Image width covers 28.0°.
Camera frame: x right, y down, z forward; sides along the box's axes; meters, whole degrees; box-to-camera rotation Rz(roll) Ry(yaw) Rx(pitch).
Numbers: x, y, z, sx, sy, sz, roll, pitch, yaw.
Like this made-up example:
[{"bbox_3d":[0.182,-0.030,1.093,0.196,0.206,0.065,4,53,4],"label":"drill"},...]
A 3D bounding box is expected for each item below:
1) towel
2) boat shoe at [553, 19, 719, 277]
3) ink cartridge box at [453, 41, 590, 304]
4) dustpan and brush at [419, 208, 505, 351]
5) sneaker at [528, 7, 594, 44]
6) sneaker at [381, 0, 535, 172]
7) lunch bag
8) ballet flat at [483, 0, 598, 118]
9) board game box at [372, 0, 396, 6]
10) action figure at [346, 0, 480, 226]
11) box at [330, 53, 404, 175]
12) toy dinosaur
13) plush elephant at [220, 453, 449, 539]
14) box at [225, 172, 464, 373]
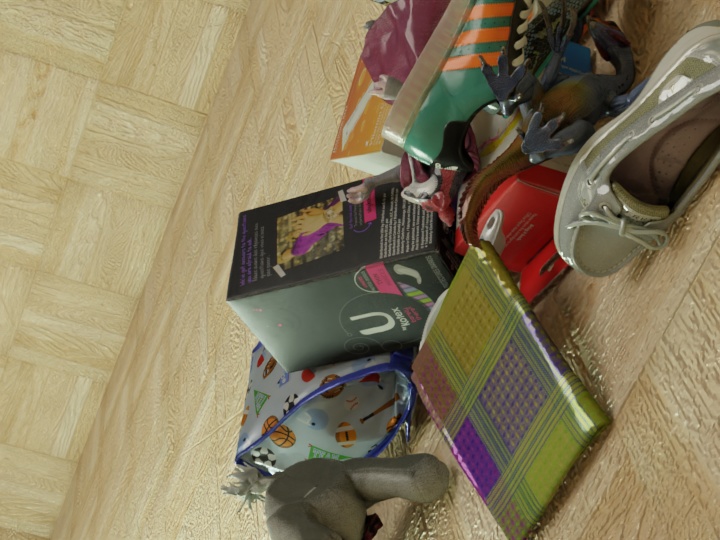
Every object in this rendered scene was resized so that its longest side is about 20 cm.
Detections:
[{"bbox_3d":[0.103,0.087,1.065,0.200,0.023,0.144,59,135,42],"label":"towel"},{"bbox_3d":[0.192,-0.068,0.940,0.202,0.074,0.065,-54,19,33],"label":"boat shoe"},{"bbox_3d":[0.131,-0.082,1.172,0.116,0.067,0.201,128,154,-52],"label":"ink cartridge box"},{"bbox_3d":[0.091,0.043,1.150,0.200,0.057,0.140,-67,29,22],"label":"dustpan and brush"},{"bbox_3d":[0.152,-0.251,1.261,0.200,0.077,0.112,-145,74,-74],"label":"sneaker"},{"bbox_3d":[0.096,-0.165,1.051,0.200,0.080,0.071,-60,-6,14],"label":"sneaker"},{"bbox_3d":[-0.014,0.099,1.375,0.200,0.124,0.170,-46,26,30],"label":"lunch bag"},{"bbox_3d":[0.148,-0.210,1.114,0.200,0.074,0.074,-50,12,-10],"label":"ballet flat"},{"bbox_3d":[0.046,-0.290,1.444,0.151,0.199,0.046,-153,81,-74],"label":"board game box"},{"bbox_3d":[0.064,-0.127,1.188,0.134,0.148,0.201,122,141,-63],"label":"action figure"},{"bbox_3d":[0.053,-0.160,1.473,0.200,0.097,0.125,-175,102,-75],"label":"box"},{"bbox_3d":[0.142,-0.126,1.039,0.200,0.105,0.181,-50,-16,21],"label":"toy dinosaur"},{"bbox_3d":[-0.026,0.251,1.249,0.200,0.155,0.165,4,30,42],"label":"plush elephant"},{"bbox_3d":[0.000,0.000,1.262,0.199,0.122,0.106,-14,48,22],"label":"box"}]
